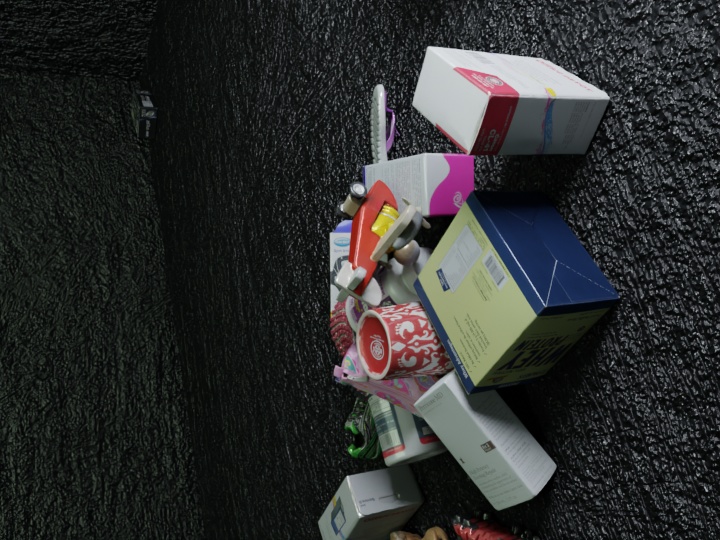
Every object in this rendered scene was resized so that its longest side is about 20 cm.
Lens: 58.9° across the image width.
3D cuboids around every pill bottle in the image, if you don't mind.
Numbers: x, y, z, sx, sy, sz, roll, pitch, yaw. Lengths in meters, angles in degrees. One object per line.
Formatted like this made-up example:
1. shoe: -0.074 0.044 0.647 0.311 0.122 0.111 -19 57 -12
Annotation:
1. pill bottle: 0.067 0.042 1.150 0.200 0.112 0.113 -42 57 45
2. pill bottle: 0.077 0.240 1.157 0.120 0.119 0.201 -46 53 53

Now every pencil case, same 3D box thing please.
1. pencil case: 0.058 0.186 1.069 0.199 0.087 0.088 21 120 11

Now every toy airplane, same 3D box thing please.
1. toy airplane: 0.031 -0.031 1.012 0.200 0.140 0.200 -127 53 -67

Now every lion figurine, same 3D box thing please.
1. lion figurine: 0.121 0.518 1.174 0.200 0.072 0.123 -46 40 36

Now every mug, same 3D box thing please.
1. mug: 0.096 0.118 1.026 0.178 0.199 0.134 -49 52 51

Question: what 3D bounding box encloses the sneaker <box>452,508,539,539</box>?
1. sneaker: 0.216 0.441 0.977 0.200 0.070 0.099 -8 86 63

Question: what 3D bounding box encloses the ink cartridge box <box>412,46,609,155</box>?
1. ink cartridge box: 0.190 -0.216 0.819 0.148 0.199 0.086 55 139 44

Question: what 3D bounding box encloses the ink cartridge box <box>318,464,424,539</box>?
1. ink cartridge box: 0.018 0.478 1.262 0.088 0.145 0.200 65 146 36

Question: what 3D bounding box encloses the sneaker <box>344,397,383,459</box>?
1. sneaker: 0.014 0.294 1.312 0.078 0.085 0.201 6 98 61

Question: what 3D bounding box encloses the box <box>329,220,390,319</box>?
1. box: 0.000 0.000 1.277 0.041 0.118 0.201 -18 -71 -78

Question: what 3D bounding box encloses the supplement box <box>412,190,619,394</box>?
1. supplement box: 0.203 0.029 0.889 0.201 0.134 0.200 65 145 33

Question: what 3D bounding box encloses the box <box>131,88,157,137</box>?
1. box: -1.068 -0.775 3.148 0.200 0.086 0.164 57 140 42

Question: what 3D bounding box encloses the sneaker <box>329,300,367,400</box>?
1. sneaker: -0.002 0.148 1.253 0.080 0.074 0.201 -4 103 56

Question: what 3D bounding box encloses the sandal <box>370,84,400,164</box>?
1. sandal: 0.050 -0.257 1.230 0.083 0.050 0.204 -114 19 -58

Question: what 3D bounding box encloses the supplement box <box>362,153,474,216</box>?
1. supplement box: 0.096 -0.141 1.099 0.200 0.101 0.104 2 95 61

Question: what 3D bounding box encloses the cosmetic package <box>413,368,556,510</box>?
1. cosmetic package: 0.181 0.243 0.944 0.200 0.074 0.102 49 141 9
